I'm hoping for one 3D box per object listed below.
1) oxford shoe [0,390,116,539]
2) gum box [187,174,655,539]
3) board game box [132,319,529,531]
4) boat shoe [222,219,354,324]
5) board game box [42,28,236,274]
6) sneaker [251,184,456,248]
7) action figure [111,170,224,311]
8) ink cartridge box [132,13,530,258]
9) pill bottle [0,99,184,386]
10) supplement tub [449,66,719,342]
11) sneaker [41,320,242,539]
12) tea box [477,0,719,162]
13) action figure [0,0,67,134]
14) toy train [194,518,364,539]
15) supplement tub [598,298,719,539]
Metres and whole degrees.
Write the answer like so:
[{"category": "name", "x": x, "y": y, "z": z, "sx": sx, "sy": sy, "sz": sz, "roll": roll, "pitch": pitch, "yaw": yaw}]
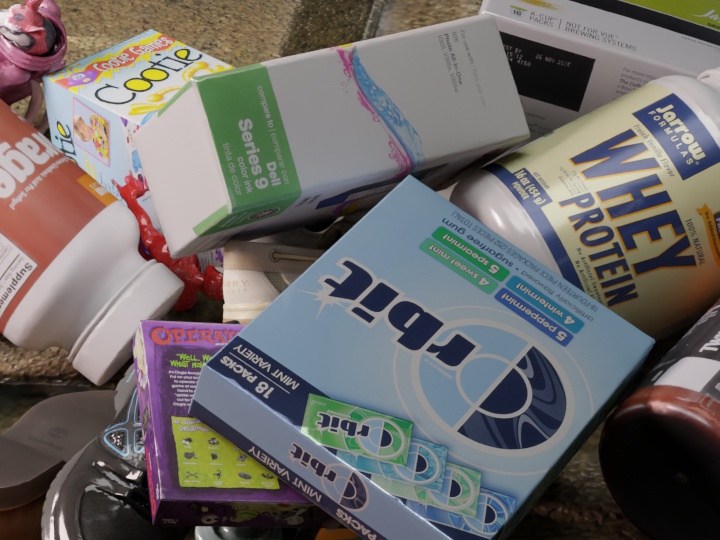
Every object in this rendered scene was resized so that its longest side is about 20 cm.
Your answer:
[{"category": "oxford shoe", "x": -0.167, "y": 0.118, "z": 1.174, "sx": 0.071, "sy": 0.072, "sz": 0.200, "roll": 20, "pitch": 24, "yaw": 30}, {"category": "gum box", "x": 0.036, "y": 0.055, "z": 1.082, "sx": 0.170, "sy": 0.045, "sz": 0.200, "roll": 35, "pitch": 47, "yaw": 13}, {"category": "board game box", "x": -0.017, "y": 0.082, "z": 1.087, "sx": 0.199, "sy": 0.032, "sz": 0.120, "roll": 3, "pitch": 51, "yaw": -17}, {"category": "boat shoe", "x": 0.000, "y": 0.000, "z": 1.290, "sx": 0.199, "sy": 0.065, "sz": 0.072, "roll": -6, "pitch": 3, "yaw": -36}, {"category": "board game box", "x": -0.116, "y": -0.079, "z": 1.429, "sx": 0.103, "sy": 0.105, "sz": 0.200, "roll": -30, "pitch": 42, "yaw": -35}, {"category": "sneaker", "x": 0.006, "y": -0.037, "z": 1.366, "sx": 0.200, "sy": 0.092, "sz": 0.076, "roll": -29, "pitch": 40, "yaw": -35}, {"category": "action figure", "x": -0.157, "y": -0.023, "z": 1.382, "sx": 0.200, "sy": 0.066, "sz": 0.052, "roll": 29, "pitch": 55, "yaw": 36}, {"category": "ink cartridge box", "x": -0.019, "y": -0.081, "z": 1.244, "sx": 0.199, "sy": 0.088, "sz": 0.145, "roll": -17, "pitch": -4, "yaw": -22}, {"category": "pill bottle", "x": -0.212, "y": -0.024, "z": 1.282, "sx": 0.200, "sy": 0.112, "sz": 0.112, "roll": 40, "pitch": 42, "yaw": 1}, {"category": "supplement tub", "x": 0.170, "y": -0.031, "z": 1.259, "sx": 0.200, "sy": 0.145, "sz": 0.145, "roll": -27, "pitch": 37, "yaw": -10}, {"category": "sneaker", "x": -0.110, "y": 0.102, "z": 1.104, "sx": 0.082, "sy": 0.073, "sz": 0.200, "roll": -33, "pitch": 27, "yaw": 36}, {"category": "tea box", "x": 0.174, "y": -0.141, "z": 1.433, "sx": 0.199, "sy": 0.134, "sz": 0.197, "roll": 17, "pitch": 36, "yaw": 2}, {"category": "action figure", "x": -0.256, "y": -0.148, "z": 1.473, "sx": 0.200, "sy": 0.149, "sz": 0.134, "roll": -10, "pitch": 45, "yaw": 60}, {"category": "toy train", "x": -0.017, "y": 0.139, "z": 1.112, "sx": 0.114, "sy": 0.085, "sz": 0.200, "roll": 16, "pitch": 37, "yaw": 11}, {"category": "supplement tub", "x": 0.226, "y": 0.069, "z": 1.167, "sx": 0.107, "sy": 0.107, "sz": 0.200, "roll": 18, "pitch": 39, "yaw": 30}]
